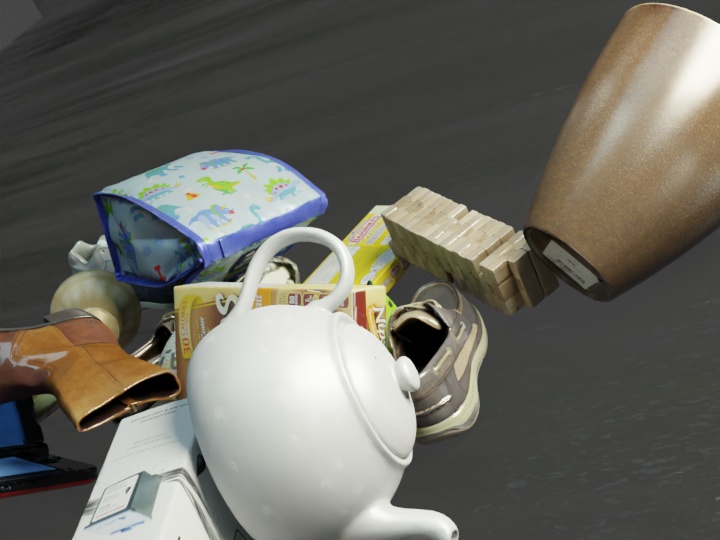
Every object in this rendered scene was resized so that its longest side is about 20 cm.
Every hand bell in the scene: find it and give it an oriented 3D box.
[{"bbox_3d":[-0.283,0.077,1.252,0.103,0.105,0.200,-30,19,-2],"label":"hand bell"}]

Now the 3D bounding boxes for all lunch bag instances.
[{"bbox_3d":[-0.154,-0.051,1.242,0.169,0.129,0.199,-27,21,-36],"label":"lunch bag"}]

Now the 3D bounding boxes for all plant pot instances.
[{"bbox_3d":[0.231,-0.079,0.975,0.201,0.187,0.186,-50,29,-9],"label":"plant pot"}]

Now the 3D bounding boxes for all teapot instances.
[{"bbox_3d":[-0.026,0.099,0.865,0.145,0.201,0.198,-28,26,12],"label":"teapot"}]

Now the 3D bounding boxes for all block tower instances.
[{"bbox_3d":[0.094,-0.022,1.094,0.054,0.058,0.199,-36,32,-18],"label":"block tower"}]

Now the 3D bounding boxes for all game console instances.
[{"bbox_3d":[-0.374,0.147,1.126,0.198,0.121,0.171,-1,2,-45],"label":"game console"}]

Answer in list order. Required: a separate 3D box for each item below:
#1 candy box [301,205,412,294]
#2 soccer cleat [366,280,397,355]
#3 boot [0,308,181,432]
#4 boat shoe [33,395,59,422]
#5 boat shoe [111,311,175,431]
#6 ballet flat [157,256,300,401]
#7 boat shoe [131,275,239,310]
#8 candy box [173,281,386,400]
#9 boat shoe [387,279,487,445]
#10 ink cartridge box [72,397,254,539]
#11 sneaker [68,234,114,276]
[{"bbox_3d":[0.000,0.000,1.211,0.101,0.027,0.200,0,39,47],"label":"candy box"},{"bbox_3d":[-0.052,0.067,1.079,0.198,0.082,0.068,-23,26,20],"label":"soccer cleat"},{"bbox_3d":[-0.285,0.112,1.072,0.186,0.070,0.199,-16,25,-31],"label":"boot"},{"bbox_3d":[-0.390,0.157,1.264,0.200,0.063,0.073,-40,-2,-24],"label":"boat shoe"},{"bbox_3d":[-0.192,0.080,1.227,0.200,0.060,0.071,-44,29,-27],"label":"boat shoe"},{"bbox_3d":[-0.129,0.051,1.195,0.071,0.073,0.200,1,38,46],"label":"ballet flat"},{"bbox_3d":[-0.212,0.009,1.356,0.074,0.063,0.198,-15,7,-42],"label":"boat shoe"},{"bbox_3d":[-0.071,0.071,1.021,0.198,0.117,0.055,1,3,33],"label":"candy box"},{"bbox_3d":[0.063,0.058,0.988,0.074,0.074,0.201,-22,27,13],"label":"boat shoe"},{"bbox_3d":[-0.128,0.211,0.827,0.085,0.148,0.201,-19,28,15],"label":"ink cartridge box"},{"bbox_3d":[-0.288,-0.010,1.468,0.198,0.081,0.071,-12,29,30],"label":"sneaker"}]
